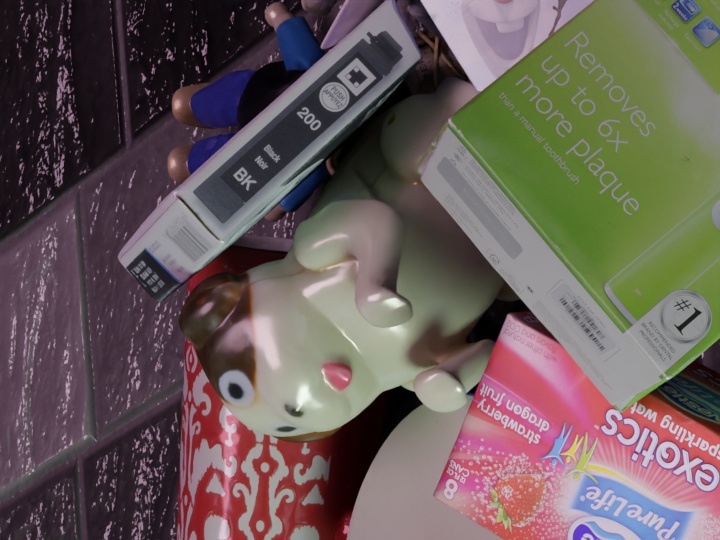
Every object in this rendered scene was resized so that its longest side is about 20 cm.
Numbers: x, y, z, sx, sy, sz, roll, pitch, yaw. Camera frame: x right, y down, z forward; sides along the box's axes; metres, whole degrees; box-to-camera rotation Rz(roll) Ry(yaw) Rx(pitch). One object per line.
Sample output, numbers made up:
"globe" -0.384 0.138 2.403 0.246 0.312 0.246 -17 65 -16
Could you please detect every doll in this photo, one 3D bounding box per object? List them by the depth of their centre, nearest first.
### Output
"doll" -0.052 -0.097 1.718 0.200 0.048 0.137 -3 82 57

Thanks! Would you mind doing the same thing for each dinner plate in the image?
"dinner plate" 0.033 -0.209 1.559 0.201 0.024 0.200 -62 4 8

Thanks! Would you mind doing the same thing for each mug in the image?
"mug" -0.035 0.087 1.585 0.177 0.133 0.201 13 98 58

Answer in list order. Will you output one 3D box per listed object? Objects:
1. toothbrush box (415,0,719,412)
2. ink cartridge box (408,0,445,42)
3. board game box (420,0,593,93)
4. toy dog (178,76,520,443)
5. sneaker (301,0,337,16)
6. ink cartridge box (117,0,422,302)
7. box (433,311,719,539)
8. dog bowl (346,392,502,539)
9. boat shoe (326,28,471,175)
"toothbrush box" 0.148 -0.059 1.214 0.146 0.200 0.086 51 164 4
"ink cartridge box" 0.133 -0.189 1.439 0.200 0.047 0.161 11 76 42
"board game box" 0.124 -0.166 1.336 0.200 0.043 0.199 -35 77 15
"toy dog" 0.000 0.000 1.447 0.200 0.140 0.194 -44 42 -9
"sneaker" -0.060 -0.231 1.733 0.200 0.075 0.090 46 116 51
"ink cartridge box" -0.032 -0.074 1.464 0.200 0.043 0.198 -44 2 -16
"box" 0.147 0.104 1.268 0.200 0.095 0.100 30 107 29
"dog bowl" 0.075 0.164 1.445 0.200 0.079 0.201 -16 70 54
"boat shoe" 0.052 -0.103 1.544 0.200 0.066 0.074 -50 44 37
